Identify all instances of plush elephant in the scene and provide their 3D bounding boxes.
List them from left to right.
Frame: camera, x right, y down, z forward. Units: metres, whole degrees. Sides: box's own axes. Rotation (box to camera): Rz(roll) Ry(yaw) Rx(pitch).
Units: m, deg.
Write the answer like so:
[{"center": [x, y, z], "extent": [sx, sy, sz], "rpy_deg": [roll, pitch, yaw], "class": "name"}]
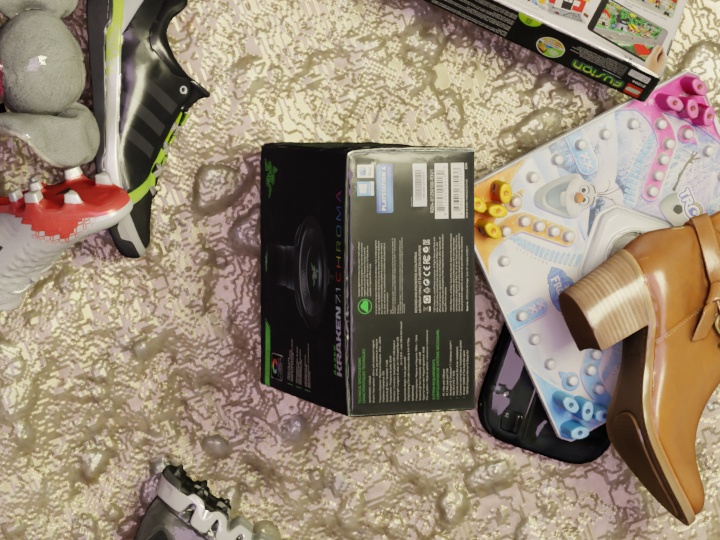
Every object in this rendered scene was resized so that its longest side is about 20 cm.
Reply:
[{"center": [-0.257, -0.137, 1.680], "extent": [0.155, 0.200, 0.165], "rpy_deg": [2, 87, -22], "class": "plush elephant"}]

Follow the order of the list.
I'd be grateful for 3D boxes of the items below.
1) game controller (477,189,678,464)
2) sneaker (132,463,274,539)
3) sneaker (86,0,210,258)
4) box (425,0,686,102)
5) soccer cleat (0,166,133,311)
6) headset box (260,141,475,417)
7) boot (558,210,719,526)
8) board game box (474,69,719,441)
[{"center": [0.158, 0.036, 1.774], "extent": [0.104, 0.042, 0.200], "rpy_deg": [18, 93, -19], "class": "game controller"}, {"center": [-0.079, 0.228, 1.758], "extent": [0.200, 0.066, 0.091], "rpy_deg": [36, 94, -1], "class": "sneaker"}, {"center": [-0.144, -0.109, 1.725], "extent": [0.083, 0.072, 0.200], "rpy_deg": [-3, 95, -6], "class": "sneaker"}, {"center": [0.127, -0.206, 1.724], "extent": [0.200, 0.035, 0.110], "rpy_deg": [25, 57, -4], "class": "box"}, {"center": [-0.231, -0.016, 1.699], "extent": [0.200, 0.069, 0.085], "rpy_deg": [-9, 107, 30], "class": "soccer cleat"}, {"center": [0.000, 0.000, 1.683], "extent": [0.093, 0.200, 0.174], "rpy_deg": [-2, 95, -19], "class": "headset box"}, {"center": [0.240, 0.063, 1.718], "extent": [0.155, 0.074, 0.200], "rpy_deg": [-27, 108, -15], "class": "boot"}, {"center": [0.190, -0.009, 1.741], "extent": [0.200, 0.026, 0.200], "rpy_deg": [-28, 105, -11], "class": "board game box"}]
